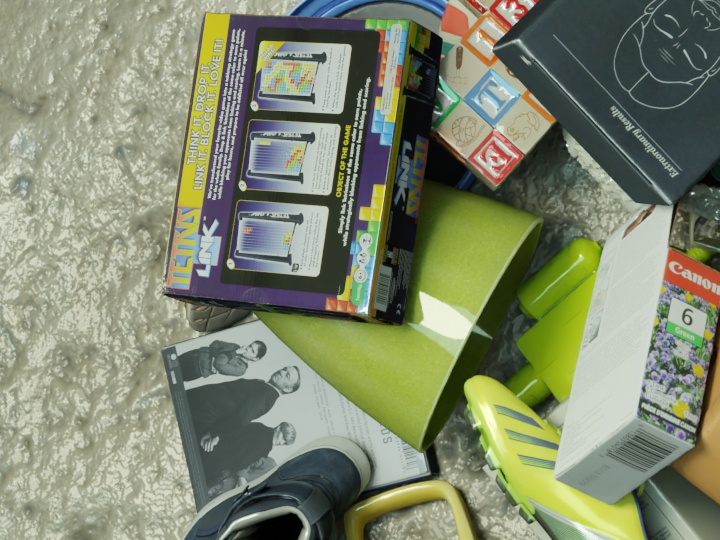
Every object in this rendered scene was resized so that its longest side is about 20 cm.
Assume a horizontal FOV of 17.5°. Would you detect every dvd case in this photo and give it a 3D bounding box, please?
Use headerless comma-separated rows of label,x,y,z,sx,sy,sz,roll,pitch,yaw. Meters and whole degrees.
dvd case,-0.049,0.107,1.798,0.199,0.025,0.151,-16,82,22

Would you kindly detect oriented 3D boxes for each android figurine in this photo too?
android figurine,0.195,0.060,1.684,0.200,0.041,0.182,-40,73,19

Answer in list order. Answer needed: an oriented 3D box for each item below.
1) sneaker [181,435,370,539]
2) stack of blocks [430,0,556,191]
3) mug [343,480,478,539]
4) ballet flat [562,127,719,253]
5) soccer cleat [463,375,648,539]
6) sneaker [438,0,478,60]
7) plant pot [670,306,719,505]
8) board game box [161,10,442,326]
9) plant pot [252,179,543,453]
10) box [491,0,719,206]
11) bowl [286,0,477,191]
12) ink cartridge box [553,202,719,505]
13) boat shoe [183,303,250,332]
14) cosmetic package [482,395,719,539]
sneaker,-0.091,0.214,1.729,0.077,0.146,0.202,45,118,-4
stack of blocks,0.117,-0.167,1.614,0.115,0.059,0.200,41,90,2
mug,0.047,0.252,1.690,0.153,0.149,0.187,-19,87,14
ballet flat,0.229,-0.049,1.627,0.199,0.072,0.072,17,95,-4
soccer cleat,0.144,0.146,1.582,0.084,0.065,0.200,-36,82,0
sneaker,0.151,-0.160,1.677,0.199,0.070,0.094,14,92,8
plant pot,0.282,0.087,1.534,0.140,0.200,0.201,24,100,-15
board game box,-0.040,-0.070,1.584,0.165,0.057,0.201,6,84,29
plant pot,0.000,0.000,1.669,0.200,0.187,0.188,28,99,8
box,0.211,-0.162,1.530,0.200,0.107,0.148,-44,96,-3
bowl,0.012,-0.122,1.771,0.200,0.039,0.201,-1,88,24
ink cartridge box,0.190,0.044,1.551,0.050,0.109,0.200,26,55,-13
boat shoe,-0.099,-0.042,1.781,0.072,0.076,0.200,55,139,40
cosmetic package,0.192,0.178,1.632,0.103,0.073,0.200,-40,85,30
